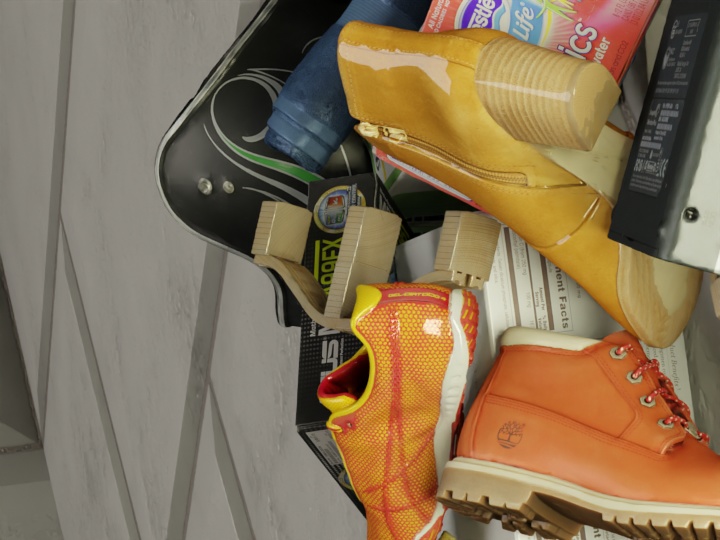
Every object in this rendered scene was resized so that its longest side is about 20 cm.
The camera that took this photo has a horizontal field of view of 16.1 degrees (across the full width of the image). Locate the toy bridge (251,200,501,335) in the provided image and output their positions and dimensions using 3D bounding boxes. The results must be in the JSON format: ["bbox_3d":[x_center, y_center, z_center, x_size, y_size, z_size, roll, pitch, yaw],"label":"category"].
[{"bbox_3d":[0.000,0.000,1.350,0.200,0.027,0.067,4,80,56],"label":"toy bridge"}]

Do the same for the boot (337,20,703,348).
[{"bbox_3d":[0.076,-0.046,1.228,0.144,0.071,0.201,14,149,37],"label":"boot"}]

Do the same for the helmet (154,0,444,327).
[{"bbox_3d":[-0.019,-0.067,1.612,0.200,0.190,0.200,-52,6,7],"label":"helmet"}]

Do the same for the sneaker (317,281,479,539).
[{"bbox_3d":[0.016,0.080,1.314,0.073,0.077,0.201,-78,-5,-51],"label":"sneaker"}]

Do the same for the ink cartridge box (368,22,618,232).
[{"bbox_3d":[0.065,-0.082,1.462,0.200,0.103,0.060,124,138,-67],"label":"ink cartridge box"}]

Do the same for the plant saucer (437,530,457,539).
[{"bbox_3d":[0.072,0.259,1.388,0.200,0.048,0.200,56,163,16],"label":"plant saucer"}]

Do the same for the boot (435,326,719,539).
[{"bbox_3d":[0.138,0.082,1.227,0.075,0.199,0.108,43,-118,-56],"label":"boot"}]

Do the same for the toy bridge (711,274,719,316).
[{"bbox_3d":[0.185,0.006,1.183,0.067,0.027,0.201,124,138,-71],"label":"toy bridge"}]

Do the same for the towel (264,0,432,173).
[{"bbox_3d":[0.015,-0.146,1.465,0.200,0.048,0.112,-52,0,0],"label":"towel"}]

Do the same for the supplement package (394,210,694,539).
[{"bbox_3d":[0.101,0.071,1.379,0.156,0.110,0.201,159,105,-74],"label":"supplement package"}]

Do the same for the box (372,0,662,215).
[{"bbox_3d":[0.090,-0.127,1.252,0.095,0.102,0.200,-60,-6,-43],"label":"box"}]

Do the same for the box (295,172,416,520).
[{"bbox_3d":[0.019,0.063,1.485,0.200,0.044,0.161,56,-150,-55],"label":"box"}]

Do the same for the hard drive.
[{"bbox_3d":[0.156,-0.103,1.095,0.140,0.033,0.201,-124,49,-85],"label":"hard drive"}]
